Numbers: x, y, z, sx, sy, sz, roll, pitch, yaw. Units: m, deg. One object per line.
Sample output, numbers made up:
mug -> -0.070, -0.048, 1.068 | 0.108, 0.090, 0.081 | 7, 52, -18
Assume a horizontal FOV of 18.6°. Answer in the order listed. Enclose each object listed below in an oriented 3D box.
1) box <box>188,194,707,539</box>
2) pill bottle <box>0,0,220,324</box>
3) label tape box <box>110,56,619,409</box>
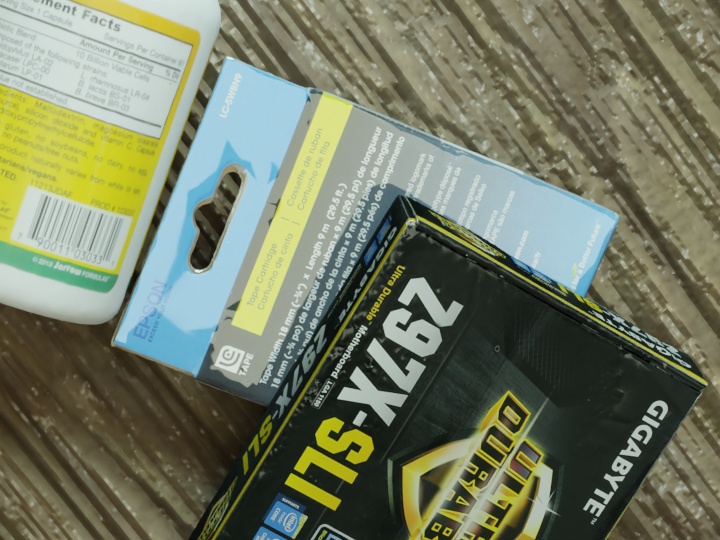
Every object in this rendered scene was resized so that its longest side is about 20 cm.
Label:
box -> 0.036, 0.090, 0.992 | 0.159, 0.049, 0.201 | 30, 102, -12
pill bottle -> -0.127, -0.088, 0.970 | 0.112, 0.113, 0.201 | 19, 95, -11
label tape box -> 0.000, 0.000, 1.027 | 0.199, 0.063, 0.145 | 22, 95, -12
